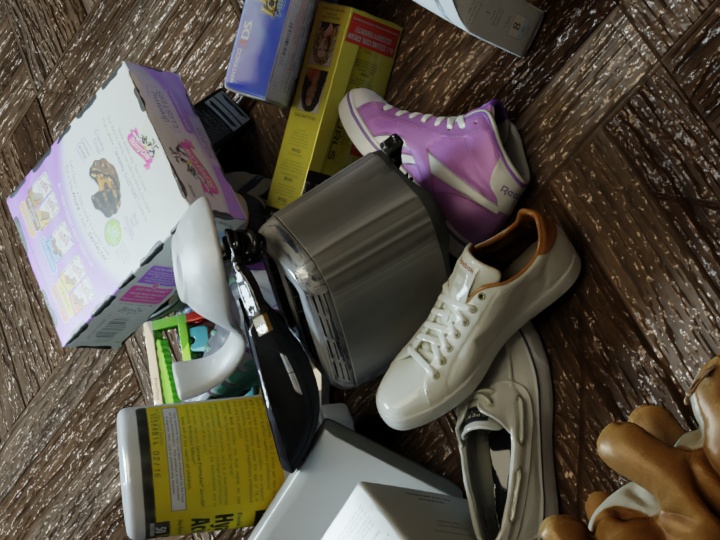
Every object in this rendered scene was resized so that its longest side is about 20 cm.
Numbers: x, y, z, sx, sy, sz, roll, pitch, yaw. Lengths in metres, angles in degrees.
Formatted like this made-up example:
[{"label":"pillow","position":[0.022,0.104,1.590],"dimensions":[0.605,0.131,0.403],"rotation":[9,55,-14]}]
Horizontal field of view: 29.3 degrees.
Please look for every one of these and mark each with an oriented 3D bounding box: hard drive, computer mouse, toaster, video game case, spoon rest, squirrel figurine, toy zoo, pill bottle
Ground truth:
[{"label":"hard drive","position":[-0.022,0.231,1.143],"dimensions":[0.201,0.131,0.026],"rotation":[-58,13,20]},{"label":"computer mouse","position":[-0.063,0.057,1.066],"dimensions":[0.140,0.045,0.203],"rotation":[146,109,-82]},{"label":"toaster","position":[0.000,0.000,1.102],"dimensions":[0.128,0.201,0.114],"rotation":[-30,49,-15]},{"label":"video game case","position":[-0.059,-0.249,1.246],"dimensions":[0.045,0.181,0.203],"rotation":[16,95,9]},{"label":"spoon rest","position":[-0.121,0.025,1.122],"dimensions":[0.201,0.060,0.100],"rotation":[101,156,-47]},{"label":"squirrel figurine","position":[0.246,0.157,0.890],"dimensions":[0.187,0.141,0.200],"rotation":[-50,64,14]},{"label":"toy zoo","position":[-0.104,0.094,1.278],"dimensions":[0.198,0.020,0.133],"rotation":[-13,81,20]},{"label":"pill bottle","position":[-0.105,0.164,1.179],"dimensions":[0.111,0.197,0.113],"rotation":[175,90,-78]}]

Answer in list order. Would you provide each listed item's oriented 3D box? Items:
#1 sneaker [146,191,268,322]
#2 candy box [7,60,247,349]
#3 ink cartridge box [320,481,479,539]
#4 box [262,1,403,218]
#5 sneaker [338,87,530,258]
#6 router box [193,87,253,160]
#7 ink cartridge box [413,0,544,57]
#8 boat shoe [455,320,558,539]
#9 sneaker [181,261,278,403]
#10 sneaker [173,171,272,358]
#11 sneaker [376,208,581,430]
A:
[{"label":"sneaker","position":[-0.177,-0.018,1.291],"dimensions":[0.199,0.079,0.079],"rotation":[-32,64,24]},{"label":"candy box","position":[-0.213,-0.055,1.230],"dimensions":[0.200,0.071,0.169],"rotation":[-41,62,29]},{"label":"ink cartridge box","position":[0.058,0.284,1.023],"dimensions":[0.148,0.144,0.200],"rotation":[-56,47,15]},{"label":"box","position":[-0.025,-0.135,1.256],"dimensions":[0.050,0.075,0.203],"rotation":[19,95,44]},{"label":"sneaker","position":[0.069,-0.113,1.161],"dimensions":[0.115,0.072,0.201],"rotation":[-52,59,20]},{"label":"router box","position":[-0.209,-0.078,1.382],"dimensions":[0.052,0.157,0.200],"rotation":[43,120,-2]},{"label":"ink cartridge box","position":[0.033,-0.247,1.124],"dimensions":[0.160,0.199,0.048],"rotation":[41,110,43]},{"label":"boat shoe","position":[0.104,0.119,1.071],"dimensions":[0.071,0.065,0.203],"rotation":[-17,70,44]},{"label":"sneaker","position":[-0.100,0.042,1.228],"dimensions":[0.200,0.074,0.088],"rotation":[-45,74,12]},{"label":"sneaker","position":[-0.122,0.004,1.328],"dimensions":[0.087,0.075,0.203],"rotation":[4,86,46]},{"label":"sneaker","position":[0.075,0.030,1.053],"dimensions":[0.200,0.085,0.073],"rotation":[-46,44,-3]}]
